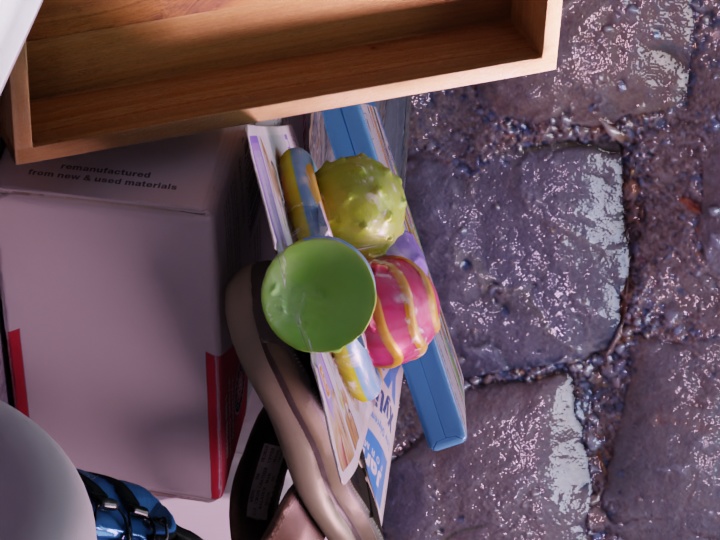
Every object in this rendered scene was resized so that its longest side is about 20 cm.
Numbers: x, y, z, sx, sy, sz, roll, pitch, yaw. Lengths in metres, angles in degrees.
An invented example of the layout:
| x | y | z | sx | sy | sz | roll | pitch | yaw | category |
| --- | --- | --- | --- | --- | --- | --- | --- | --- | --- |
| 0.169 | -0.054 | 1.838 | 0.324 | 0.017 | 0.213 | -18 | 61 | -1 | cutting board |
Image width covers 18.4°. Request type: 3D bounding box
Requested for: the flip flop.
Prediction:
| x | y | z | sx | sy | sz | roll | pitch | yaw | category |
| --- | --- | --- | --- | --- | --- | --- | --- | --- | --- |
| -0.025 | 0.084 | 0.828 | 0.081 | 0.057 | 0.201 | -106 | 178 | -51 | flip flop |

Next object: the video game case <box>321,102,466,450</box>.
| x | y | z | sx | sy | sz | roll | pitch | yaw | category |
| --- | --- | --- | --- | --- | --- | --- | --- | --- | --- |
| 0.017 | -0.005 | 0.962 | 0.200 | 0.018 | 0.144 | -55 | 127 | -86 | video game case |

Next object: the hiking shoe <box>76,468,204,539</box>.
| x | y | z | sx | sy | sz | roll | pitch | yaw | category |
| --- | --- | --- | --- | --- | --- | --- | --- | --- | --- |
| -0.098 | 0.087 | 0.722 | 0.200 | 0.086 | 0.075 | 50 | 46 | -83 | hiking shoe |

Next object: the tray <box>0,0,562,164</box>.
| x | y | z | sx | sy | sz | roll | pitch | yaw | category |
| --- | --- | --- | --- | --- | --- | --- | --- | --- | --- |
| -0.026 | -0.103 | 0.751 | 0.037 | 0.198 | 0.099 | -122 | -152 | -49 | tray |

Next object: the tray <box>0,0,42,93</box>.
| x | y | z | sx | sy | sz | roll | pitch | yaw | category |
| --- | --- | --- | --- | --- | --- | --- | --- | --- | --- |
| -0.096 | -0.114 | 0.610 | 0.107 | 0.022 | 0.201 | 51 | 63 | -84 | tray |

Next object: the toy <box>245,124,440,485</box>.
| x | y | z | sx | sy | sz | roll | pitch | yaw | category |
| --- | --- | --- | --- | --- | --- | --- | --- | --- | --- |
| 0.000 | 0.000 | 0.780 | 0.200 | 0.047 | 0.116 | -40 | 114 | -83 | toy |

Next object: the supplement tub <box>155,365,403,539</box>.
| x | y | z | sx | sy | sz | roll | pitch | yaw | category |
| --- | --- | --- | --- | --- | --- | --- | --- | --- | --- |
| -0.047 | 0.063 | 1.050 | 0.132 | 0.131 | 0.201 | 90 | 6 | -48 | supplement tub |

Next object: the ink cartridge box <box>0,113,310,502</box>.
| x | y | z | sx | sy | sz | roll | pitch | yaw | category |
| --- | --- | --- | --- | --- | --- | --- | --- | --- | --- |
| -0.075 | -0.034 | 0.873 | 0.201 | 0.084 | 0.146 | -77 | 171 | -49 | ink cartridge box |

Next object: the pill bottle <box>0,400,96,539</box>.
| x | y | z | sx | sy | sz | roll | pitch | yaw | category |
| --- | --- | --- | --- | --- | --- | --- | --- | --- | --- |
| -0.110 | 0.130 | 0.500 | 0.110 | 0.108 | 0.201 | -77 | 171 | -56 | pill bottle |
